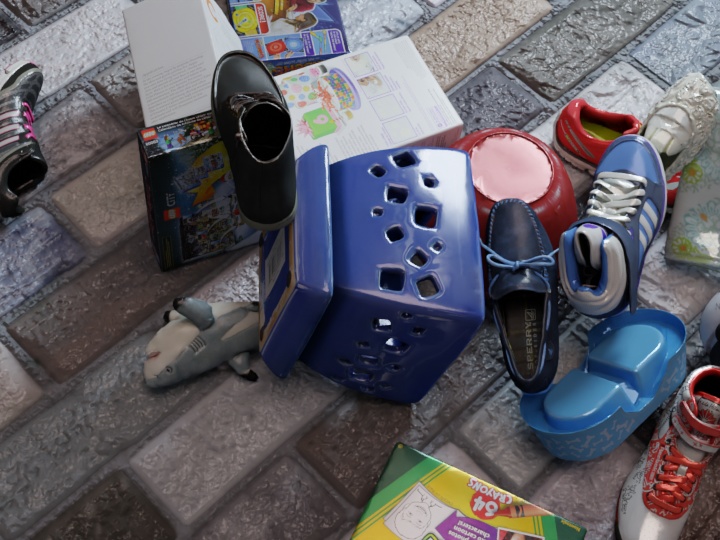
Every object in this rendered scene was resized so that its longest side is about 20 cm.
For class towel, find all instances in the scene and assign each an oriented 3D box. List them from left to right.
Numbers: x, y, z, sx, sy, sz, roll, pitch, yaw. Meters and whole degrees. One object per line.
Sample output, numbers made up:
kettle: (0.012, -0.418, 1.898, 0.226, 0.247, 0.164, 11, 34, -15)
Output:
towel: (0.432, -0.088, 1.303, 0.171, 0.048, 0.201, 14, 98, 19)

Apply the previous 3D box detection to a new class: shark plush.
shark plush: (-0.125, 0.077, 1.240, 0.199, 0.091, 0.084, 2, 77, -28)

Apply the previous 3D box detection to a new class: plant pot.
plant pot: (0.000, 0.000, 1.177, 0.179, 0.200, 0.201, 7, 58, -16)

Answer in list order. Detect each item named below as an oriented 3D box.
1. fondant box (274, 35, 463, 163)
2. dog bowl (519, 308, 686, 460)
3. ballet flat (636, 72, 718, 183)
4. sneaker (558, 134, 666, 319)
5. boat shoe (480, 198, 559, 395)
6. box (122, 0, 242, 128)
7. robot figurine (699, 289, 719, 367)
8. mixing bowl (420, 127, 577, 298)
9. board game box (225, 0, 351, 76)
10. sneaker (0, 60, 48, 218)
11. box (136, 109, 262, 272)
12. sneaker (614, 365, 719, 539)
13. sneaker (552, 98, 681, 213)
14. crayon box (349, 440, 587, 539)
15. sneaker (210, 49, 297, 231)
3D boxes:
fondant box: (-0.003, -0.176, 1.383, 0.199, 0.058, 0.145, -20, 63, -17)
dog bowl: (0.252, 0.117, 1.214, 0.200, 0.050, 0.111, -39, 31, -24)
ballet flat: (0.318, -0.121, 1.304, 0.072, 0.200, 0.072, 23, 30, -14)
sneaker: (0.253, -0.051, 1.209, 0.080, 0.146, 0.201, 11, 88, 23)
boat shoe: (0.168, 0.021, 1.197, 0.084, 0.069, 0.201, -16, 78, 13)
box: (-0.179, -0.197, 1.325, 0.097, 0.124, 0.201, -21, 61, 9)
robot figurine: (0.429, 0.099, 1.223, 0.124, 0.150, 0.200, -21, 60, -3)
mixing bowl: (0.154, -0.082, 1.314, 0.199, 0.109, 0.201, 3, 59, -5)
board game box: (-0.096, -0.328, 1.476, 0.135, 0.034, 0.201, -7, 61, -9)
sneaker: (-0.377, -0.138, 1.316, 0.087, 0.074, 0.200, 14, 64, 3)
box: (-0.151, -0.086, 1.231, 0.136, 0.200, 0.038, -17, 60, -16)
sneaker: (0.310, 0.185, 1.171, 0.067, 0.108, 0.202, 26, 61, 10)
sneaker: (0.314, -0.133, 1.373, 0.199, 0.085, 0.077, 25, 61, 9)
crayon box: (0.087, 0.282, 1.120, 0.199, 0.058, 0.173, 24, 60, 8)
sneaker: (-0.092, -0.146, 1.093, 0.075, 0.106, 0.201, -10, 59, -12)
